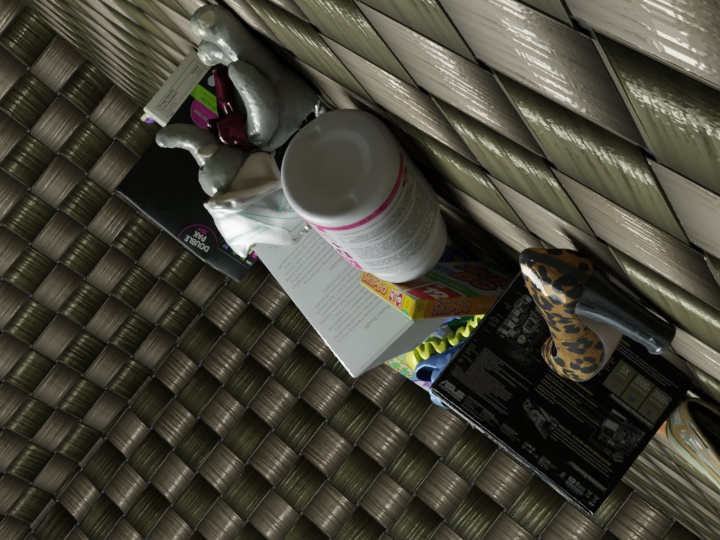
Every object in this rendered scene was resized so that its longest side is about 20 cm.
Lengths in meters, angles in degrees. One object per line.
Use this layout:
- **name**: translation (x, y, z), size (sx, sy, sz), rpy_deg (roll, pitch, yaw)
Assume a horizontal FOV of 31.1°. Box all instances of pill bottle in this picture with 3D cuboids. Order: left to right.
- **pill bottle**: translation (0.011, -0.063, 1.240), size (0.113, 0.113, 0.200), rpy_deg (36, 176, 28)

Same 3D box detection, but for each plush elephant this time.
- **plush elephant**: translation (-0.124, -0.140, 1.287), size (0.200, 0.155, 0.165), rpy_deg (39, 177, -9)

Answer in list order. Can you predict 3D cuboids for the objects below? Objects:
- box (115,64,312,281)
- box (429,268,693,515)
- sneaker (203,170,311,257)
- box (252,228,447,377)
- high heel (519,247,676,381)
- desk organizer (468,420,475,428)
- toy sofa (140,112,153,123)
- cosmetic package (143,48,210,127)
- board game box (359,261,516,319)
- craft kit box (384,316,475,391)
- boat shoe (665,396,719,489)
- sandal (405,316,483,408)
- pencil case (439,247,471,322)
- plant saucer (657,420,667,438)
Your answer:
- **box**: translation (-0.151, -0.115, 1.498), size (0.148, 0.200, 0.124), rpy_deg (38, 179, 19)
- **box**: translation (0.194, 0.115, 1.284), size (0.200, 0.164, 0.086), rpy_deg (37, 177, 6)
- **sneaker**: translation (-0.064, -0.075, 1.380), size (0.080, 0.200, 0.070), rpy_deg (67, -159, -14)
- **box**: translation (0.000, 0.000, 1.476), size (0.200, 0.106, 0.152), rpy_deg (51, -153, 12)
- **high heel**: translation (0.168, 0.031, 1.129), size (0.142, 0.071, 0.200), rpy_deg (33, 161, -11)
- **desk organizer**: translation (0.234, 0.164, 1.640), size (0.200, 0.077, 0.072), rpy_deg (10, -164, -15)
- **toy sofa**: translation (-0.264, -0.241, 1.940), size (0.083, 0.098, 0.200), rpy_deg (39, 176, -12)
- **cosmetic package**: translation (-0.171, -0.183, 1.682), size (0.200, 0.104, 0.073), rpy_deg (39, 177, -4)
- **board game box**: translation (0.107, 0.019, 1.380), size (0.200, 0.030, 0.096), rpy_deg (1, -158, -37)
- **craft kit box**: translation (0.136, 0.102, 1.690), size (0.200, 0.049, 0.197), rpy_deg (-16, 146, 36)
- **boat shoe**: translation (0.382, 0.196, 1.246), size (0.200, 0.072, 0.076), rpy_deg (36, 160, 17)
- **sandal**: translation (0.145, 0.103, 1.550), size (0.079, 0.200, 0.087), rpy_deg (23, -134, -39)
- **pencil case**: translation (0.060, 0.045, 1.586), size (0.087, 0.200, 0.078), rpy_deg (46, -145, -25)
- **plant saucer**: translation (0.283, 0.116, 1.431), size (0.200, 0.037, 0.200), rpy_deg (38, 176, 3)
